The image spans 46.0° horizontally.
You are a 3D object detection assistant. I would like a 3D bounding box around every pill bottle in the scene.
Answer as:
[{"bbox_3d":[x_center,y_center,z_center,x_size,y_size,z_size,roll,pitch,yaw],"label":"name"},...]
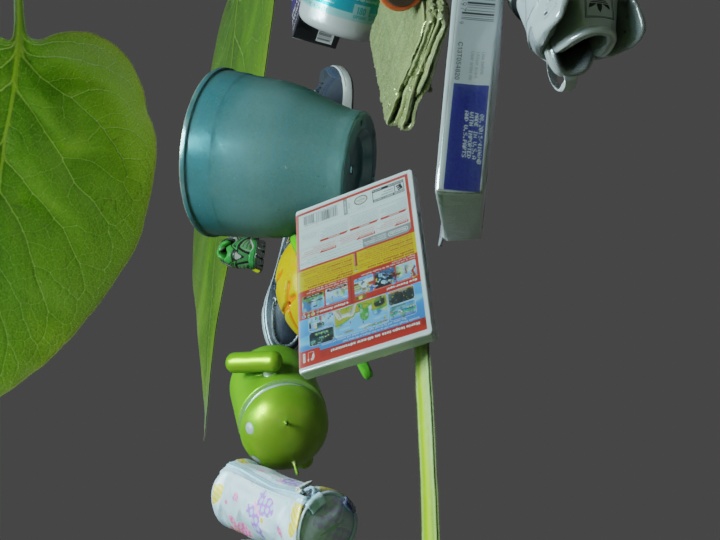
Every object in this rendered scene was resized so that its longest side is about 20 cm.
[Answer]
[{"bbox_3d":[-0.004,-0.401,1.062,0.111,0.109,0.203,-113,36,-59],"label":"pill bottle"}]

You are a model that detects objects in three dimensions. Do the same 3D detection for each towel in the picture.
[{"bbox_3d":[0.053,-0.264,0.942,0.202,0.036,0.149,-100,25,-44],"label":"towel"}]

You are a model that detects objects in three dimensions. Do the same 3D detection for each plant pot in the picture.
[{"bbox_3d":[-0.084,-0.129,1.002,0.200,0.185,0.204,8,-90,-75],"label":"plant pot"}]

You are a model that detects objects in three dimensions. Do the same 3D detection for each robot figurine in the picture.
[{"bbox_3d":[-0.105,0.173,1.093,0.200,0.114,0.178,-124,19,-62],"label":"robot figurine"}]

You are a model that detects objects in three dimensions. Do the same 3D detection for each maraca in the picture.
[{"bbox_3d":[-0.034,0.038,0.951,0.138,0.106,0.201,60,179,-44],"label":"maraca"}]

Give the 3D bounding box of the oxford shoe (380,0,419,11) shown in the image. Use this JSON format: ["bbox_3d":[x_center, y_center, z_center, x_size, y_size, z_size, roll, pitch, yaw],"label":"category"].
[{"bbox_3d":[0.067,-0.363,0.845,0.201,0.071,0.073,-55,29,19],"label":"oxford shoe"}]

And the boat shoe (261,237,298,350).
[{"bbox_3d":[-0.093,0.020,1.197,0.091,0.070,0.204,160,119,-74],"label":"boat shoe"}]

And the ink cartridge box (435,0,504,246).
[{"bbox_3d":[0.091,-0.133,0.705,0.200,0.040,0.203,58,-142,-79],"label":"ink cartridge box"}]

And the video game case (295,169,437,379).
[{"bbox_3d":[0.000,0.000,0.858,0.141,0.017,0.202,-18,52,19],"label":"video game case"}]

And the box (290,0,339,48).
[{"bbox_3d":[-0.045,-0.466,1.281,0.201,0.078,0.143,117,157,-45],"label":"box"}]

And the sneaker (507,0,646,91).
[{"bbox_3d":[0.157,-0.213,0.539,0.201,0.074,0.116,113,157,-51],"label":"sneaker"}]

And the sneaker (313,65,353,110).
[{"bbox_3d":[-0.084,-0.228,1.179,0.077,0.144,0.204,115,158,-44],"label":"sneaker"}]

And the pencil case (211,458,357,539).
[{"bbox_3d":[-0.091,0.270,0.957,0.199,0.091,0.083,-2,42,53],"label":"pencil case"}]

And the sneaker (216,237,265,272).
[{"bbox_3d":[-0.243,-0.047,1.680,0.200,0.084,0.079,-157,77,-73],"label":"sneaker"}]
